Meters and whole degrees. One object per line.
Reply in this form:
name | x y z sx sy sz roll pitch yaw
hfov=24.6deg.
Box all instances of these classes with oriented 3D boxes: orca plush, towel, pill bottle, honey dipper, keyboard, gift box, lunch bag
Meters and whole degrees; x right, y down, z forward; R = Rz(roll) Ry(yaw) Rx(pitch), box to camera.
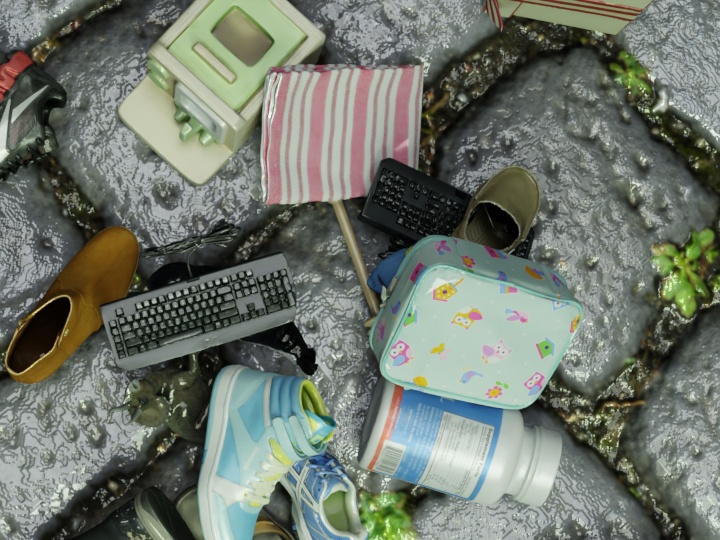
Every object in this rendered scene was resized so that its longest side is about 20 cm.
orca plush | -0.123 0.041 1.732 0.200 0.071 0.105 38 44 0
towel | -0.015 -0.146 1.759 0.199 0.030 0.147 -5 105 -32
pill bottle | 0.105 0.182 1.741 0.199 0.112 0.113 17 80 -5
honey dipper | 0.000 0.000 1.795 0.038 0.038 0.201 -20 81 -9
keyboard | 0.096 -0.039 1.785 0.199 0.040 0.105 23 83 -17
gift box | 0.225 -0.358 1.798 0.186 0.185 0.201 11 74 -7
keyboard | -0.170 0.018 1.697 0.199 0.021 0.128 -17 78 -10
lunch bag | 0.111 0.057 1.682 0.199 0.077 0.161 15 118 -21

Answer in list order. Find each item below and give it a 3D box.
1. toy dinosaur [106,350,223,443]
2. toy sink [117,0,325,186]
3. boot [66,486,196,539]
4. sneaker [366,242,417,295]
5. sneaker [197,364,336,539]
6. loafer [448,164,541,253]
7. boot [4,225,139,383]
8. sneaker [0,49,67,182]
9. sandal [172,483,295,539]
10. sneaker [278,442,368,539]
toy dinosaur | -0.174 0.138 1.739 0.199 0.077 0.103 29 82 -34
toy sink | -0.152 -0.210 1.764 0.130 0.112 0.200 42 79 1
boot | -0.228 0.336 1.702 0.153 0.074 0.204 -26 107 8
sneaker | 0.088 0.056 1.775 0.078 0.066 0.200 -33 116 24
sneaker | -0.090 0.196 1.661 0.130 0.079 0.201 0 82 24
loafer | 0.146 -0.050 1.758 0.076 0.067 0.200 42 49 -7
boot | -0.292 0.032 1.696 0.071 0.144 0.202 34 79 -2
sneaker | -0.377 -0.131 1.745 0.098 0.071 0.201 27 78 0
sandal | -0.109 0.295 1.726 0.200 0.055 0.082 45 79 1
sneaker | -0.045 0.208 1.724 0.075 0.077 0.201 -22 87 -38
